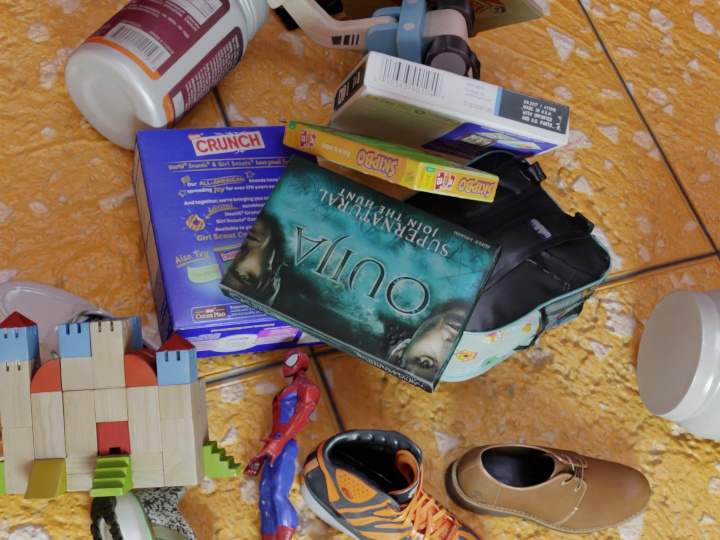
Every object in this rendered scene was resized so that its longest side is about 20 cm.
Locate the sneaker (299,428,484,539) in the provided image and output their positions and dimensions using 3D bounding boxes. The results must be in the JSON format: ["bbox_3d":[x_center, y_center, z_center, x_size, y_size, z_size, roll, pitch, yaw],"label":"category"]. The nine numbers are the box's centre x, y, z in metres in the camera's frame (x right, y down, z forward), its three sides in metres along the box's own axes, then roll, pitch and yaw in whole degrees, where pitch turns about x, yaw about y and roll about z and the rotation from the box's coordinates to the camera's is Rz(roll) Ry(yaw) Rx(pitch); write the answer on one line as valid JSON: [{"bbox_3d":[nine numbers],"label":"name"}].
[{"bbox_3d":[0.043,0.203,0.888,0.199,0.112,0.078,31,57,-1],"label":"sneaker"}]

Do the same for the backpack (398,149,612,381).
[{"bbox_3d":[0.099,0.005,0.994,0.199,0.154,0.176,-24,66,-35],"label":"backpack"}]

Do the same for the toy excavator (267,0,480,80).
[{"bbox_3d":[0.017,-0.231,1.107,0.198,0.195,0.100,-3,45,11],"label":"toy excavator"}]

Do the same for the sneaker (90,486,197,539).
[{"bbox_3d":[-0.131,0.247,0.832,0.088,0.077,0.201,-17,70,-35],"label":"sneaker"}]

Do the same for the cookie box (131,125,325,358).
[{"bbox_3d":[-0.110,-0.030,0.988,0.170,0.075,0.202,-5,64,-21],"label":"cookie box"}]

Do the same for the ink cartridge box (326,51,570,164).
[{"bbox_3d":[0.074,-0.145,1.045,0.196,0.200,0.044,13,83,-13],"label":"ink cartridge box"}]

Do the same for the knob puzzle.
[{"bbox_3d":[0.066,-0.298,1.140,0.218,0.220,0.031,10,78,-14],"label":"knob puzzle"}]

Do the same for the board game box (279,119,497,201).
[{"bbox_3d":[0.017,-0.100,0.950,0.095,0.030,0.199,5,16,-42],"label":"board game box"}]

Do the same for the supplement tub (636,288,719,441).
[{"bbox_3d":[0.385,0.099,1.046,0.198,0.145,0.146,12,58,-12],"label":"supplement tub"}]

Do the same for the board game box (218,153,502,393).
[{"bbox_3d":[0.000,0.000,0.898,0.199,0.028,0.136,24,72,14],"label":"board game box"}]

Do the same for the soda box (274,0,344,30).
[{"bbox_3d":[-0.010,-0.338,1.203,0.199,0.063,0.071,-26,73,-29],"label":"soda box"}]

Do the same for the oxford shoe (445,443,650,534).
[{"bbox_3d":[0.181,0.191,0.969,0.198,0.071,0.072,7,58,-17],"label":"oxford shoe"}]

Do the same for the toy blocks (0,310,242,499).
[{"bbox_3d":[-0.197,0.096,0.836,0.198,0.100,0.138,-3,90,5],"label":"toy blocks"}]

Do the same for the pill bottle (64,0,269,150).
[{"bbox_3d":[-0.181,-0.219,1.047,0.114,0.114,0.200,35,56,3],"label":"pill bottle"}]

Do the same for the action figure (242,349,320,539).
[{"bbox_3d":[-0.068,0.158,0.904,0.051,0.065,0.201,20,59,-13],"label":"action figure"}]

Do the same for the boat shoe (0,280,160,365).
[{"bbox_3d":[-0.222,0.057,0.905,0.199,0.067,0.074,27,56,-3],"label":"boat shoe"}]
